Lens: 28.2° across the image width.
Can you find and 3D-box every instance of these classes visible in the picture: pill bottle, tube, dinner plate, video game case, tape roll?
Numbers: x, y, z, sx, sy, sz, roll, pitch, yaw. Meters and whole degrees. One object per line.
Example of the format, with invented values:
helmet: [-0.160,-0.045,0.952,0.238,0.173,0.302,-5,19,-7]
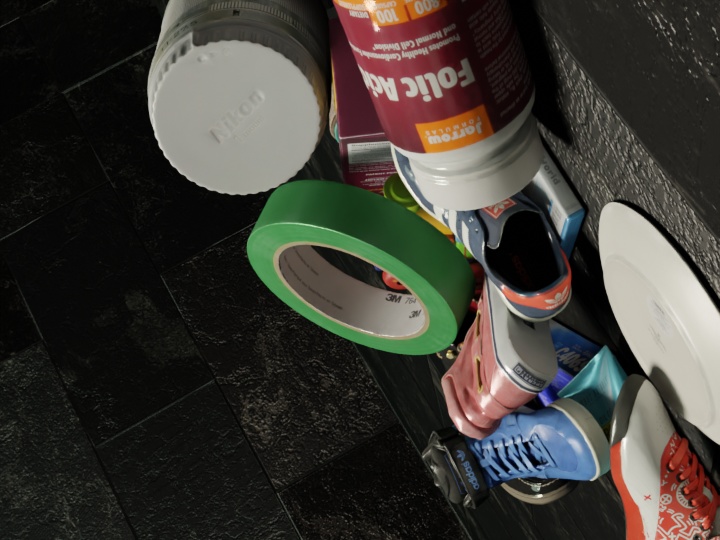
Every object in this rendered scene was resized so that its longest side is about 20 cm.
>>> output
pill bottle: [0.056,-0.148,0.991,0.114,0.114,0.201,52,169,54]
tube: [0.235,0.160,1.144,0.201,0.050,0.078,56,134,18]
dinner plate: [0.213,0.045,0.992,0.201,0.024,0.200,60,172,13]
video game case: [0.115,-0.103,1.152,0.201,0.018,0.143,59,174,15]
tape roll: [0.000,0.000,1.244,0.199,0.048,0.201,22,155,10]

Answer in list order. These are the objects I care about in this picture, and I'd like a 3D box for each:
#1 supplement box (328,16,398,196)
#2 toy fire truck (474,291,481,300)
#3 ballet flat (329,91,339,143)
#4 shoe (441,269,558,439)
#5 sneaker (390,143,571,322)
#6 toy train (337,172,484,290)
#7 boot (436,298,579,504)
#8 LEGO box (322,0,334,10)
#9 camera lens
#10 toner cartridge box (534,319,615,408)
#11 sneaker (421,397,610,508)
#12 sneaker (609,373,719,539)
supplement box: [0.021,-0.139,1.270,0.200,0.085,0.111,85,180,-76]
toy fire truck: [0.081,-0.065,1.434,0.141,0.049,0.200,58,175,41]
ballet flat: [-0.003,-0.196,1.538,0.200,0.068,0.068,108,152,-74]
shoe: [0.113,0.052,1.200,0.071,0.091,0.201,33,-150,-17]
sneaker: [0.098,-0.052,1.113,0.200,0.075,0.085,50,174,8]
toy train: [0.034,-0.045,1.284,0.116,0.198,0.085,86,-174,-60]
boot: [0.131,0.120,1.364,0.151,0.073,0.200,64,178,-29]
LEGO box: [-0.114,-0.317,1.450,0.200,0.148,0.077,55,172,48]
camera lens: [-0.104,-0.178,1.276,0.200,0.159,0.161,-92,-20,-58]
toner cartridge box: [0.194,0.104,1.296,0.095,0.043,0.200,64,173,-14]
sneaker: [0.122,0.159,1.203,0.077,0.111,0.200,66,160,-11]
sneaker: [0.246,0.169,1.043,0.107,0.067,0.203,6,119,31]
